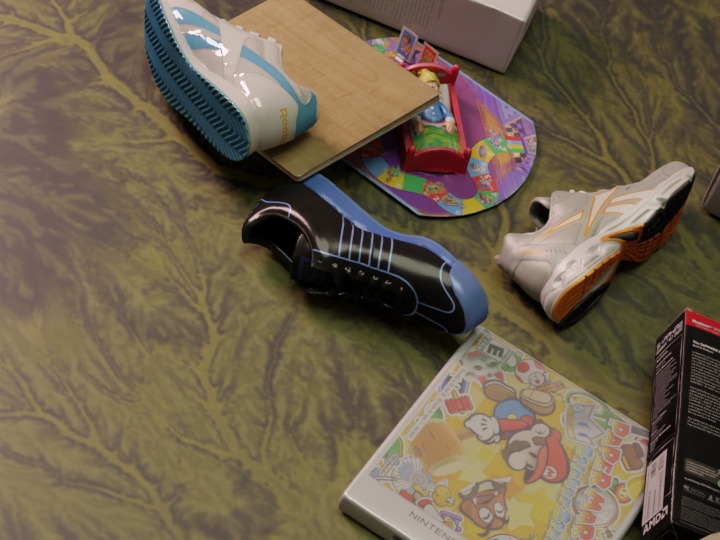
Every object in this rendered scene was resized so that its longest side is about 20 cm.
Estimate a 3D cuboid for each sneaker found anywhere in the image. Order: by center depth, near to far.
[{"bbox_3d":[0.000,0.000,1.557,0.200,0.070,0.078,32,50,22],"label":"sneaker"},{"bbox_3d":[-0.110,-0.163,1.625,0.081,0.077,0.200,-19,51,-27],"label":"sneaker"},{"bbox_3d":[0.189,-0.044,1.634,0.092,0.076,0.200,38,52,22],"label":"sneaker"}]

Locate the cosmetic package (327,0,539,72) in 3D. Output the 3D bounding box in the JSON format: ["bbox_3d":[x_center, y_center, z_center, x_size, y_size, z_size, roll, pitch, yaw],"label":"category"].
[{"bbox_3d":[0.058,-0.260,1.774,0.200,0.074,0.102,25,51,4],"label":"cosmetic package"}]

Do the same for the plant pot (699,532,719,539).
[{"bbox_3d":[0.249,0.297,1.304,0.200,0.184,0.201,6,51,-8],"label":"plant pot"}]

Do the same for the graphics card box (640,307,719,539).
[{"bbox_3d":[0.277,0.137,1.510,0.125,0.051,0.200,23,48,-14],"label":"graphics card box"}]

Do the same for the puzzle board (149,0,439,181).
[{"bbox_3d":[-0.056,-0.152,1.666,0.151,0.017,0.200,-32,50,-26],"label":"puzzle board"}]

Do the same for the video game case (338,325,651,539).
[{"bbox_3d":[0.111,0.152,1.490,0.182,0.023,0.200,32,52,12],"label":"video game case"}]

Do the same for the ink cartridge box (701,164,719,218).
[{"bbox_3d":[0.401,-0.102,1.721,0.146,0.084,0.200,31,52,11],"label":"ink cartridge box"}]

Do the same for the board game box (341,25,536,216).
[{"bbox_3d":[0.052,-0.132,1.689,0.200,0.039,0.158,36,53,16],"label":"board game box"}]
